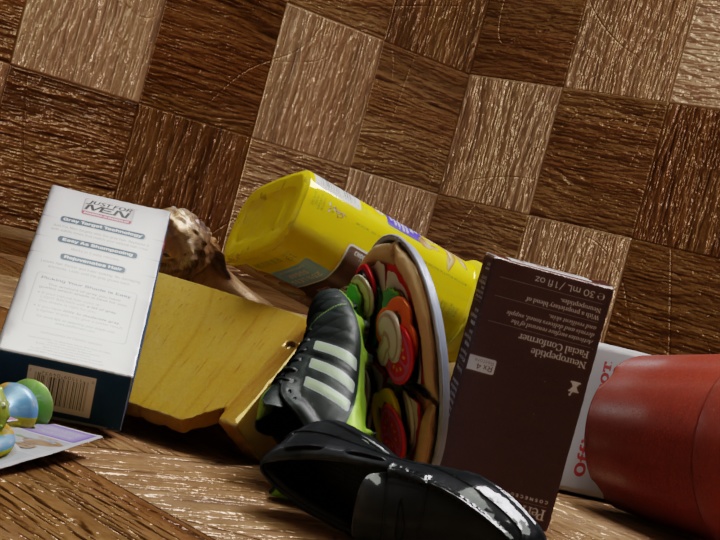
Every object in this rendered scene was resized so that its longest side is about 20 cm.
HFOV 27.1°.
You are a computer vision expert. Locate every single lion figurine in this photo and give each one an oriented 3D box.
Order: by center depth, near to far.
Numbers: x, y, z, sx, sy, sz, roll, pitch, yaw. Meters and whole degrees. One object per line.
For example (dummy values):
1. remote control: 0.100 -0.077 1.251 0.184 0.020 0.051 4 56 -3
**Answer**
1. lion figurine: -0.124 0.028 1.318 0.200 0.073 0.122 36 -46 -19

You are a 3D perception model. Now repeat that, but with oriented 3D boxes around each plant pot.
1. plant pot: 0.316 0.156 1.316 0.201 0.201 0.195 14 -6 -35

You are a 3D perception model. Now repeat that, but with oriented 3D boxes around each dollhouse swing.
1. dollhouse swing: -0.134 0.110 1.223 0.200 0.176 0.182 16 43 24

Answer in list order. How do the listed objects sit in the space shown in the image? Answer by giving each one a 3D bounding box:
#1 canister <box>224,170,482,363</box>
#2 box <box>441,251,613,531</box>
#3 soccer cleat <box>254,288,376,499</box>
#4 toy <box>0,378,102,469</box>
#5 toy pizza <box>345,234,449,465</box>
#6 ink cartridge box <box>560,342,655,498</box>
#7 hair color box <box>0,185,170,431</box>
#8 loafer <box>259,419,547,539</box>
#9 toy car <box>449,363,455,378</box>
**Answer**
1. canister: 0.000 0.000 1.266 0.200 0.087 0.148 29 -18 -22
2. box: 0.122 0.093 1.180 0.100 0.200 0.075 14 4 -2
3. soccer cleat: -0.034 0.083 1.071 0.081 0.068 0.200 7 41 -12
4. toy: -0.246 0.082 0.903 0.115 0.047 0.200 14 1 15
5. toy pizza: 0.018 0.073 1.117 0.032 0.201 0.200 -3 7 -17
6. ink cartridge box: 0.275 0.154 1.465 0.200 0.145 0.084 15 -1 -20
7. hair color box: -0.209 0.025 1.132 0.100 0.061 0.200 13 38 -8
8. loafer: 0.023 0.149 0.917 0.200 0.068 0.070 20 24 37
9. toy car: 0.080 0.126 1.478 0.164 0.158 0.200 31 15 -46
